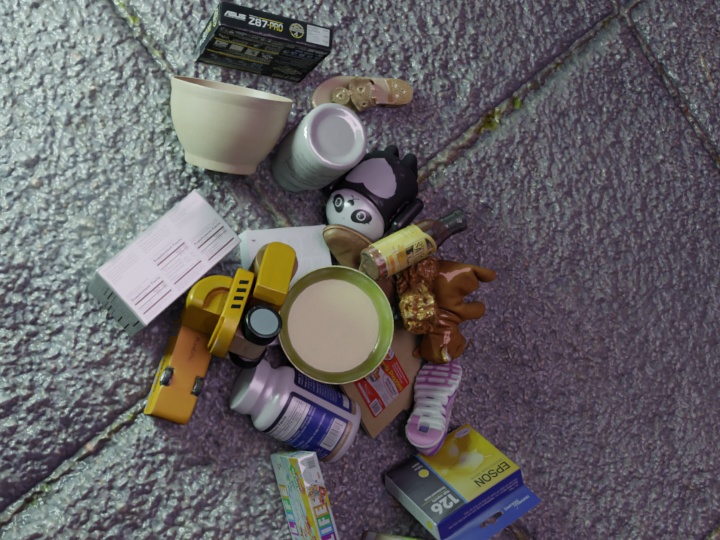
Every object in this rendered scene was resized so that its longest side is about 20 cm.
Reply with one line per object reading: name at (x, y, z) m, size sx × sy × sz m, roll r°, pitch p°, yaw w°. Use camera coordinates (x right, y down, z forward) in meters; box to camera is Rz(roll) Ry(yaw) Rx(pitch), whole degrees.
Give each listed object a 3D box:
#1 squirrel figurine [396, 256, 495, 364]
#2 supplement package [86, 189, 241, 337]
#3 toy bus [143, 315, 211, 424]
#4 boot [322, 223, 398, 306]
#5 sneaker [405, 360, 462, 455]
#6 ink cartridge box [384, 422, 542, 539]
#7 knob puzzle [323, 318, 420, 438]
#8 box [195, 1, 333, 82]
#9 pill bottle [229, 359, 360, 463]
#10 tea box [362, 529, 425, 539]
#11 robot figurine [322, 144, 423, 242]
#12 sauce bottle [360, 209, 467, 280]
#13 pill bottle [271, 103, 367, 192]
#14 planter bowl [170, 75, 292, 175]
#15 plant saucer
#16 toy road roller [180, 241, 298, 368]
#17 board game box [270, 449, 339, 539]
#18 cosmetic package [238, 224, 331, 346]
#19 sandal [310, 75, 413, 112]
squirrel figurine at (0.131, 0.072, 1.505) m, size 0.200 × 0.141 × 0.187 m, roll 14°, pitch 87°, yaw -41°
supplement package at (-0.310, -0.009, 1.304) m, size 0.200 × 0.156 × 0.111 m, roll -44°, pitch 98°, yaw -24°
toy bus at (-0.281, 0.143, 1.336) m, size 0.065 × 0.078 × 0.200 m, roll 22°, pitch 72°, yaw -22°
boot at (0.000, 0.000, 1.460) m, size 0.200 × 0.074 × 0.076 m, roll 48°, pitch 42°, yaw -30°
sneaker at (0.135, 0.253, 1.521) m, size 0.080 × 0.089 × 0.200 m, roll 7°, pitch 50°, yaw 19°
ink cartridge box at (0.178, 0.378, 1.456) m, size 0.197 × 0.200 × 0.047 m, roll -25°, pitch 127°, yaw -27°
knob puzzle at (0.035, 0.170, 1.505) m, size 0.219 × 0.030 × 0.220 m, roll 6°, pitch 80°, yaw -38°
box at (-0.168, -0.389, 1.437) m, size 0.200 × 0.161 × 0.049 m, roll 7°, pitch 77°, yaw -23°
pill bottle at (-0.109, 0.229, 1.382) m, size 0.200 × 0.116 × 0.116 m, roll 31°, pitch 69°, yaw -17°
tea box at (0.099, 0.562, 1.412) m, size 0.196 × 0.134 × 0.200 m, roll 18°, pitch 73°, yaw -22°
robot figurine at (0.025, -0.137, 1.503) m, size 0.200 × 0.150 × 0.125 m, roll -50°, pitch 116°, yaw -24°
sauce bottle at (0.097, -0.050, 1.443) m, size 0.200 × 0.066 × 0.066 m, roll -28°, pitch 93°, yaw -20°
pill bottle at (-0.078, -0.201, 1.424) m, size 0.114 × 0.200 × 0.115 m, roll 5°, pitch 79°, yaw -24°
planter bowl at (-0.224, -0.236, 1.383) m, size 0.200 × 0.200 × 0.135 m, roll 7°, pitch 105°, yaw -24°
plant saucer at (-0.044, 0.093, 1.411) m, size 0.200 × 0.031 × 0.200 m, roll 2°, pitch 79°, yaw -13°
toy road roller at (-0.191, 0.041, 1.298) m, size 0.146 × 0.123 × 0.200 m, roll 22°, pitch 54°, yaw -11°
board game box at (-0.085, 0.395, 1.354) m, size 0.034 × 0.134 × 0.200 m, roll -14°, pitch 87°, yaw -26°
cosmetic package at (-0.123, 0.026, 1.447) m, size 0.151 × 0.052 × 0.200 m, roll -5°, pitch 83°, yaw -28°
sandal at (0.014, -0.340, 1.565) m, size 0.211 × 0.070 × 0.078 m, roll -9°, pitch 85°, yaw -26°
